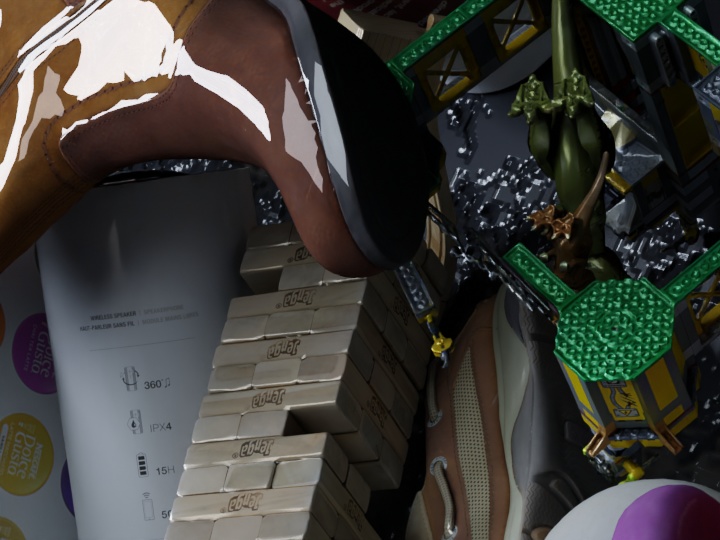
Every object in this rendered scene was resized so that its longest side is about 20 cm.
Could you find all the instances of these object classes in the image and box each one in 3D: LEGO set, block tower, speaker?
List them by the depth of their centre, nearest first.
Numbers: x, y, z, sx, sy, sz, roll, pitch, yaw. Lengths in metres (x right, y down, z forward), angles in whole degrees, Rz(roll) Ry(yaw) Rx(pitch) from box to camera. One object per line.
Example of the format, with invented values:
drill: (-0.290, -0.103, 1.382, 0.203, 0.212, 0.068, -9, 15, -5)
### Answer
LEGO set: (0.087, -0.012, 0.877, 0.154, 0.116, 0.200, -45, 52, -14)
block tower: (-0.022, 0.069, 0.890, 0.058, 0.054, 0.200, -8, 50, 26)
speaker: (-0.065, 0.064, 0.957, 0.081, 0.081, 0.201, -6, 93, 44)

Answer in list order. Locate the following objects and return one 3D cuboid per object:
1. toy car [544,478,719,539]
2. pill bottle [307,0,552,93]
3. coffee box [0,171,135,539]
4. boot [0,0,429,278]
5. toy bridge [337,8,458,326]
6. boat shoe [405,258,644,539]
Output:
toy car: (0.120, 0.111, 0.735, 0.200, 0.150, 0.175, -22, 52, 16)
pill bottle: (-0.007, -0.144, 0.991, 0.113, 0.200, 0.113, -25, 52, 35)
coffee box: (-0.181, 0.060, 1.054, 0.200, 0.198, 0.200, -8, 63, 45)
boot: (-0.089, -0.030, 0.858, 0.200, 0.068, 0.189, -34, 63, 14)
toy bridge: (0.000, 0.000, 0.993, 0.027, 0.067, 0.200, -128, 52, -59)
boat shoe: (0.055, 0.092, 0.896, 0.072, 0.076, 0.200, -32, 37, 36)
